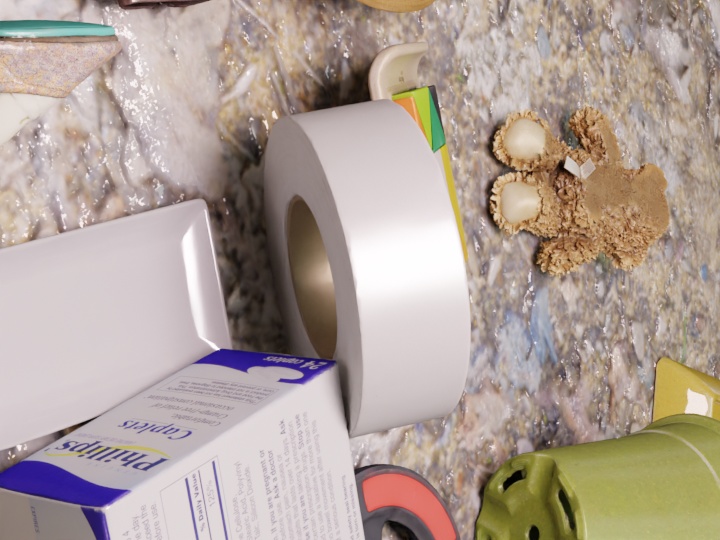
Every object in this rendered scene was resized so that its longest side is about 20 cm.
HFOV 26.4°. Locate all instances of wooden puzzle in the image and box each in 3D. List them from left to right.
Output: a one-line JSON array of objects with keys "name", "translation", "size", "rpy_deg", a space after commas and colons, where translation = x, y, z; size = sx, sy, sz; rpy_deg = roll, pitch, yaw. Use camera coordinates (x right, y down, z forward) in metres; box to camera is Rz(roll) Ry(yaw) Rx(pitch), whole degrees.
[{"name": "wooden puzzle", "translation": [0.046, -0.058, 1.077], "size": [0.185, 0.037, 0.203], "rpy_deg": [-45, 128, -77]}]

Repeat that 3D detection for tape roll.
[{"name": "tape roll", "translation": [0.000, 0.000, 0.951], "size": [0.070, 0.202, 0.206], "rpy_deg": [-11, 98, -17]}]

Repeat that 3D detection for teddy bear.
[{"name": "teddy bear", "translation": [0.175, -0.065, 1.285], "size": [0.198, 0.066, 0.147], "rpy_deg": [-8, 85, -44]}]

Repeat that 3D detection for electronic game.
[{"name": "electronic game", "translation": [0.014, 0.238, 1.077], "size": [0.199, 0.041, 0.203], "rpy_deg": [4, 85, -50]}]

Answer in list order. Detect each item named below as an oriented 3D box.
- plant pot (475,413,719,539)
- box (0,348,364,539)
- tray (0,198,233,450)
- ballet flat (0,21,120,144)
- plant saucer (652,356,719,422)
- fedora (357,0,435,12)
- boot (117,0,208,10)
[{"name": "plant pot", "translation": [0.196, 0.210, 1.211], "size": [0.188, 0.199, 0.203], "rpy_deg": [7, 82, -37]}, {"name": "box", "translation": [-0.096, 0.168, 0.885], "size": [0.199, 0.104, 0.187], "rpy_deg": [-28, 116, -47]}, {"name": "tray", "translation": [-0.156, 0.028, 0.900], "size": [0.199, 0.022, 0.109], "rpy_deg": [-18, 103, -50]}, {"name": "ballet flat", "translation": [-0.214, -0.099, 0.803], "size": [0.198, 0.068, 0.068], "rpy_deg": [-5, 104, -43]}, {"name": "plant saucer", "translation": [0.345, 0.199, 1.476], "size": [0.199, 0.048, 0.203], "rpy_deg": [20, 73, -48]}, {"name": "fedora", "translation": [-0.006, -0.266, 1.053], "size": [0.199, 0.081, 0.204], "rpy_deg": [3, 86, -45]}, {"name": "boot", "translation": [-0.145, -0.238, 0.887], "size": [0.199, 0.072, 0.169], "rpy_deg": [-11, 93, -54]}]
